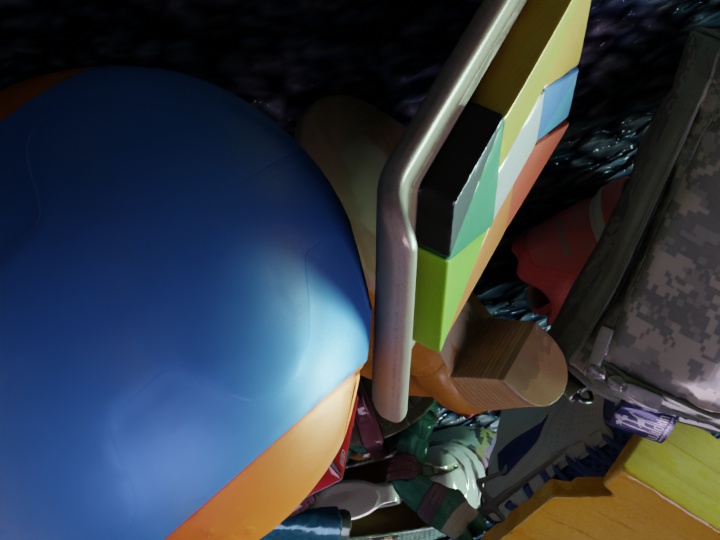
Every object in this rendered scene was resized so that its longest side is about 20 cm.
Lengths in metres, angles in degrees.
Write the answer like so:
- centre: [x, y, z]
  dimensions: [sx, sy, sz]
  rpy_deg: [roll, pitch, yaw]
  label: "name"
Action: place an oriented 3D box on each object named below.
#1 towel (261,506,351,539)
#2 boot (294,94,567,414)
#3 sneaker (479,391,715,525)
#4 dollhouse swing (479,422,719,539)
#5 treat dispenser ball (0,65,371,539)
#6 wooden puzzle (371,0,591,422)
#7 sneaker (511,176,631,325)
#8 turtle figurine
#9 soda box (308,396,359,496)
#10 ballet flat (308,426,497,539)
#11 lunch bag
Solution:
- centre: [-0.116, 0.179, 1.234]
  dimensions: [0.199, 0.022, 0.147]
  rpy_deg: [4, 148, -14]
  label: "towel"
- centre: [0.001, 0.000, 0.973]
  dimensions: [0.144, 0.201, 0.071]
  rpy_deg: [0, -133, 55]
  label: "boot"
- centre: [0.137, 0.117, 1.200]
  dimensions: [0.080, 0.116, 0.199]
  rpy_deg: [27, 162, -22]
  label: "sneaker"
- centre: [0.142, 0.139, 1.111]
  dimensions: [0.181, 0.176, 0.200]
  rpy_deg: [33, 127, -17]
  label: "dollhouse swing"
- centre: [-0.096, 0.021, 0.776]
  dimensions: [0.200, 0.202, 0.201]
  rpy_deg: [-20, 156, -10]
  label: "treat dispenser ball"
- centre: [0.054, -0.054, 0.808]
  dimensions: [0.185, 0.037, 0.201]
  rpy_deg: [90, 23, -64]
  label: "wooden puzzle"
- centre: [0.142, 0.007, 1.153]
  dimensions: [0.086, 0.074, 0.200]
  rpy_deg: [-17, 153, 15]
  label: "sneaker"
- centre: [0.007, 0.088, 1.121]
  dimensions: [0.199, 0.150, 0.101]
  rpy_deg: [-20, 123, 2]
  label: "turtle figurine"
- centre: [-0.099, 0.108, 1.057]
  dimensions: [0.199, 0.070, 0.063]
  rpy_deg: [-29, 117, 27]
  label: "soda box"
- centre: [0.021, 0.146, 1.294]
  dimensions: [0.199, 0.070, 0.071]
  rpy_deg: [-11, 172, -21]
  label: "ballet flat"
- centre: [0.193, -0.014, 0.993]
  dimensions: [0.167, 0.139, 0.201]
  rpy_deg: [16, 103, -36]
  label: "lunch bag"
